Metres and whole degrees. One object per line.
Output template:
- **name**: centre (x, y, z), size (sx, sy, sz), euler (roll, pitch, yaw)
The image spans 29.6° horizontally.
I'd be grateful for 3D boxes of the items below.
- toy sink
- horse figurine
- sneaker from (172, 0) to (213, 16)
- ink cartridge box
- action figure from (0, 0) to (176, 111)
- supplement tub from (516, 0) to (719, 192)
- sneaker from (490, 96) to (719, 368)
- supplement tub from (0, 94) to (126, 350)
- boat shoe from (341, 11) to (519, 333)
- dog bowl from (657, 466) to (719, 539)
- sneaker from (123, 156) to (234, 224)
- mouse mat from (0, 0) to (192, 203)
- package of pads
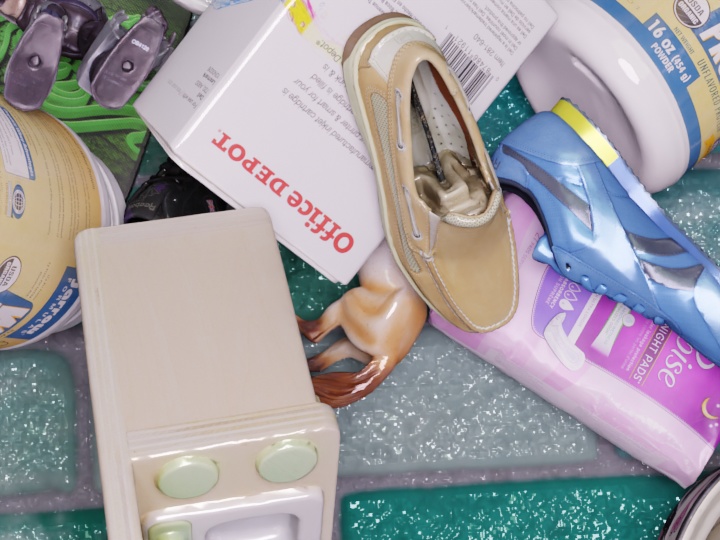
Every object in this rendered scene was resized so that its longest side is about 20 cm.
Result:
- **toy sink**: centre (-0.075, 0.089, 0.690), size (0.111, 0.131, 0.201), euler (-8, 48, -10)
- **horse figurine**: centre (0.000, 0.000, 0.837), size (0.131, 0.050, 0.203), euler (3, 73, 27)
- **sneaker**: centre (-0.040, -0.174, 0.856), size (0.198, 0.118, 0.075), euler (-3, 86, -20)
- **ink cartridge box**: centre (-0.009, -0.117, 0.767), size (0.144, 0.084, 0.201), euler (37, 93, -36)
- **action figure**: centre (-0.170, -0.146, 0.813), size (0.129, 0.200, 0.070), euler (15, 107, -21)
- **supplement tub**: centre (0.209, -0.160, 0.856), size (0.199, 0.145, 0.145), euler (-39, 83, -11)
- **sneaker**: centre (0.151, -0.004, 0.792), size (0.078, 0.066, 0.201), euler (-40, 81, -3)
- **supplement tub**: centre (-0.227, -0.031, 0.755), size (0.143, 0.200, 0.147), euler (-2, 84, 17)
- **boat shoe**: centre (0.047, -0.037, 0.734), size (0.071, 0.076, 0.201), euler (-33, 123, -9)
- **dog bowl**: centre (0.260, 0.197, 0.811), size (0.197, 0.074, 0.203), euler (1, 84, -10)
- **sneaker**: centre (-0.097, -0.043, 0.829), size (0.075, 0.087, 0.203), euler (-4, 73, 36)
- **mouse mat**: centre (-0.225, -0.136, 0.895), size (0.198, 0.008, 0.163), euler (18, 76, -1)
- **package of pads**: centre (0.151, 0.032, 0.851), size (0.199, 0.076, 0.121), euler (32, 80, 3)
